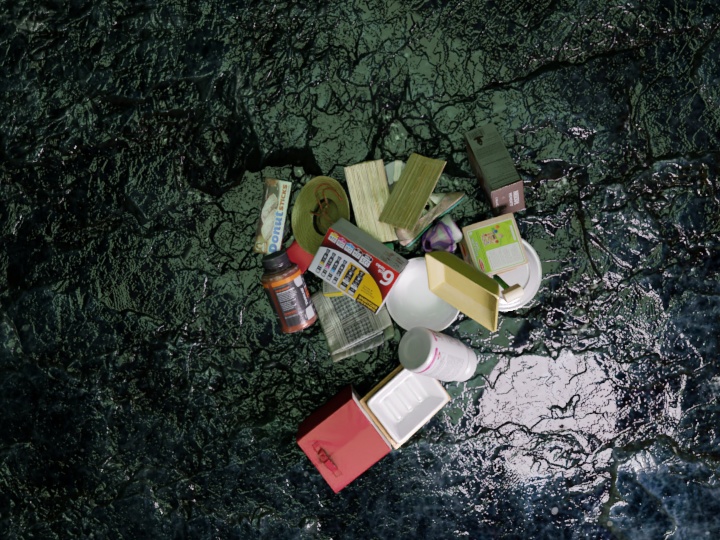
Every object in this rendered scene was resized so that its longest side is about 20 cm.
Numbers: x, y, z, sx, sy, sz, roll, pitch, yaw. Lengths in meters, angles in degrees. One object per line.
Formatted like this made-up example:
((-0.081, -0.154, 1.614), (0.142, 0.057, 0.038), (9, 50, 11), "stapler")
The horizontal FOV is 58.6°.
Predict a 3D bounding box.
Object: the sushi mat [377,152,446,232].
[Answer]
((0.123, -0.187, 1.527), (0.095, 0.012, 0.201), (21, 75, 22), "sushi mat")

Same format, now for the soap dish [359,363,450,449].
((0.113, 0.336, 1.673), (0.200, 0.081, 0.158), (-39, 94, -16), "soap dish")

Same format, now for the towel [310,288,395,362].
((-0.023, 0.117, 1.673), (0.192, 0.035, 0.201), (-25, 77, 14), "towel")

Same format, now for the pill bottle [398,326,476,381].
((0.199, 0.217, 1.620), (0.199, 0.113, 0.114), (22, 100, -41), "pill bottle")

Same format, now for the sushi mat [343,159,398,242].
((0.027, -0.165, 1.560), (0.095, 0.012, 0.201), (-13, 95, 7), "sushi mat")

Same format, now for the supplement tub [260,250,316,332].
((-0.191, 0.052, 1.660), (0.106, 0.107, 0.201), (-17, 107, 5), "supplement tub")

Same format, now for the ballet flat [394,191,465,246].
((0.162, -0.142, 1.535), (0.200, 0.068, 0.067), (-41, 96, -8), "ballet flat")

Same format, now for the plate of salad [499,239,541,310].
((0.366, 0.004, 1.659), (0.199, 0.048, 0.202), (0, 84, 5), "plate of salad")

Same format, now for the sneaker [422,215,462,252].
((0.190, -0.075, 1.589), (0.088, 0.200, 0.081), (-34, 83, -3), "sneaker")

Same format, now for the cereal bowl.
((0.162, 0.060, 1.665), (0.199, 0.083, 0.202), (0, 97, 4), "cereal bowl")

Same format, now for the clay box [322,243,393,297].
((0.000, 0.000, 1.642), (0.199, 0.048, 0.116), (-7, 75, 23), "clay box")

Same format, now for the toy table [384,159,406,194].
((0.089, -0.178, 1.628), (0.182, 0.117, 0.202), (-7, 95, 4), "toy table")

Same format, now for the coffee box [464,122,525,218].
((0.324, -0.242, 1.556), (0.079, 0.115, 0.201), (-20, 56, 6), "coffee box")

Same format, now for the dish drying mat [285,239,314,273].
((-0.164, -0.036, 1.710), (0.077, 0.018, 0.200), (43, 98, -2), "dish drying mat")

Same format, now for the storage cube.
((-0.044, 0.428, 1.668), (0.179, 0.200, 0.171), (-37, 92, 0), "storage cube")

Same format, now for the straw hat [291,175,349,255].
((-0.078, -0.137, 1.649), (0.200, 0.085, 0.203), (1, 92, 34), "straw hat")

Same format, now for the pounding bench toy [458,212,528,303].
((0.327, -0.015, 1.561), (0.123, 0.156, 0.201), (-17, 83, 1), "pounding bench toy")

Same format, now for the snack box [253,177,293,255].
((-0.232, -0.141, 1.699), (0.071, 0.024, 0.201), (11, 97, 2), "snack box")

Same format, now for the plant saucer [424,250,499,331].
((0.248, 0.039, 1.505), (0.199, 0.200, 0.049), (33, 72, 23), "plant saucer")

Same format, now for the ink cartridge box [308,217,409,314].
((-0.014, 0.005, 1.546), (0.199, 0.084, 0.176), (33, 120, 6), "ink cartridge box")
